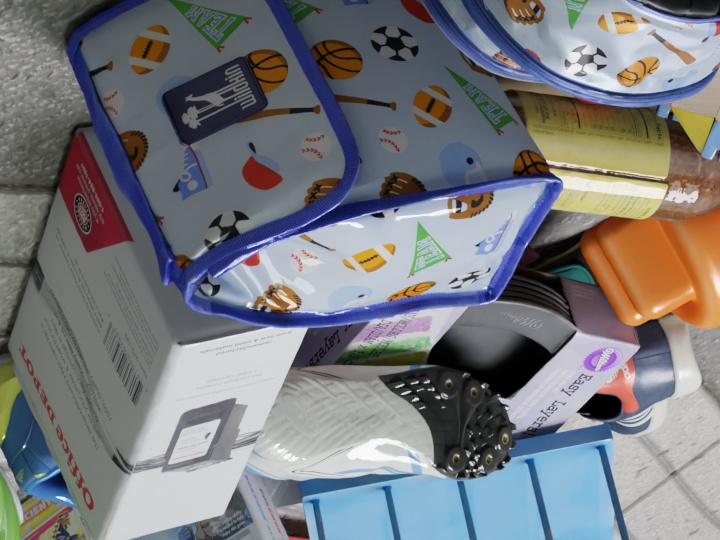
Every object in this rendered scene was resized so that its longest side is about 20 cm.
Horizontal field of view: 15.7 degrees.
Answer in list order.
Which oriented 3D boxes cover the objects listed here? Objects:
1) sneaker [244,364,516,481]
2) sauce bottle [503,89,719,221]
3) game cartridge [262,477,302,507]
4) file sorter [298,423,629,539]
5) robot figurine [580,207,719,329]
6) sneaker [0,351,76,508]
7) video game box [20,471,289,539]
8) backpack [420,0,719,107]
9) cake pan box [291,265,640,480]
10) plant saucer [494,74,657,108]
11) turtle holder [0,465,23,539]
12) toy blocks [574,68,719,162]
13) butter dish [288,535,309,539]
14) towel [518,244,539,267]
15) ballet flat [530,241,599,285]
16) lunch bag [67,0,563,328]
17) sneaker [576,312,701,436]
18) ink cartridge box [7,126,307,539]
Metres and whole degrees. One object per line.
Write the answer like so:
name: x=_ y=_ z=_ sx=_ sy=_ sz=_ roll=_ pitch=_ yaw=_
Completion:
sneaker: x=0.003 y=0.091 z=1.559 sx=0.200 sy=0.072 sz=0.072 roll=5 pitch=174 yaw=-31
sauce bottle: x=0.154 y=-0.059 z=1.457 sx=0.200 sy=0.066 sz=0.066 roll=8 pitch=140 yaw=-22
game cartridge: x=0.027 y=0.100 z=1.761 sx=0.200 sy=0.040 sz=0.133 roll=-9 pitch=144 yaw=-28
file sorter: x=0.075 y=0.200 z=1.663 sx=0.200 sy=0.123 sz=0.139 roll=-11 pitch=145 yaw=-2
robot figurine: x=0.234 y=-0.042 z=1.595 sx=0.200 sy=0.117 sz=0.144 roll=-29 pitch=140 yaw=-12
sneaker: x=-0.133 y=0.096 z=1.549 sx=0.200 sy=0.105 sz=0.076 roll=-7 pitch=147 yaw=-30
video game box: x=-0.137 y=0.201 z=1.643 sx=0.200 sy=0.182 sz=0.047 roll=-34 pitch=154 yaw=17
backpack: x=0.106 y=-0.167 z=1.208 sx=0.200 sy=0.191 sz=0.154 roll=-6 pitch=147 yaw=-33
cake pan box: x=0.048 y=0.064 z=1.621 sx=0.184 sy=0.052 sz=0.200 roll=13 pitch=136 yaw=-32
plant saucer: x=0.108 y=-0.100 z=1.495 sx=0.200 sy=0.029 sz=0.200 roll=-20 pitch=151 yaw=-12
turtle holder: x=-0.246 y=0.156 z=1.494 sx=0.185 sy=0.141 sz=0.132 roll=18 pitch=167 yaw=7
toy blocks: x=0.197 y=-0.120 z=1.377 sx=0.200 sy=0.100 sz=0.137 roll=14 pitch=129 yaw=-3
butter dish: x=-0.097 y=0.286 z=1.855 sx=0.200 sy=0.148 sz=0.199 roll=-41 pitch=149 yaw=27
towel: x=0.000 y=0.000 z=1.586 sx=0.144 sy=0.023 sz=0.200 roll=-36 pitch=149 yaw=23
ballet flat: x=0.153 y=0.008 z=1.696 sx=0.200 sy=0.068 sz=0.062 roll=-16 pitch=175 yaw=-8
lunch bag: x=-0.028 y=-0.066 z=1.292 sx=0.200 sy=0.170 sz=0.124 roll=-8 pitch=144 yaw=-28
sneaker: x=0.165 y=0.073 z=1.765 sx=0.084 sy=0.075 sz=0.200 roll=-13 pitch=166 yaw=-9
ink cartridge box: x=-0.114 y=0.034 z=1.417 sx=0.083 sy=0.145 sz=0.200 roll=-13 pitch=149 yaw=-28
